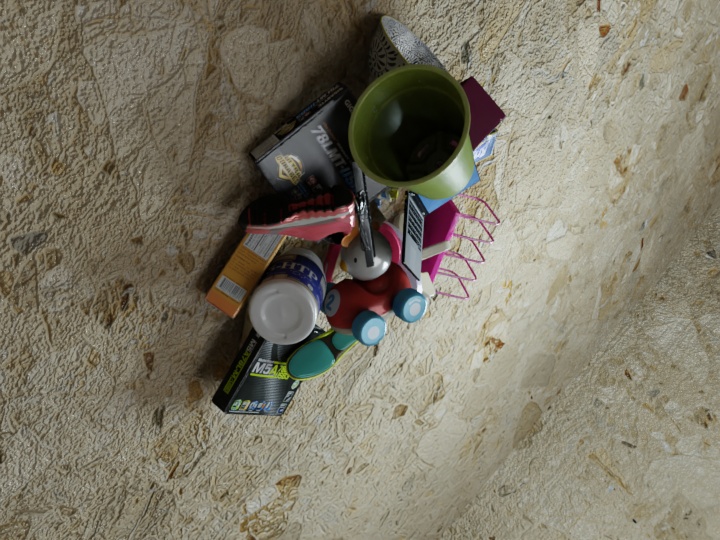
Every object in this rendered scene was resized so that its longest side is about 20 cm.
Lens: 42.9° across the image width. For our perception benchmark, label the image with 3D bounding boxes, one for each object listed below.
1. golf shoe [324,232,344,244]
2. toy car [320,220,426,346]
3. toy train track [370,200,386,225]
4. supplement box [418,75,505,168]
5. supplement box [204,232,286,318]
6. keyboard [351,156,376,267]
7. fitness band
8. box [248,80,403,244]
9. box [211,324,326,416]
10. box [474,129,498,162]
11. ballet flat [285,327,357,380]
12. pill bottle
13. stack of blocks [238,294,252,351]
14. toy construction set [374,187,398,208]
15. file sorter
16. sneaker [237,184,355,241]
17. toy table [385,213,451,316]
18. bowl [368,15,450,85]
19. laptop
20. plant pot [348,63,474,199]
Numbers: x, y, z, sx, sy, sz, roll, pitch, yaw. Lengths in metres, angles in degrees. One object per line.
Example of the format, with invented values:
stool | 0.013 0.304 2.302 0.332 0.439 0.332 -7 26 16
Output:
golf shoe | -0.075 -0.123 1.638 0.073 0.092 0.200 -44 147 -12
toy car | 0.000 0.000 1.692 0.176 0.184 0.202 -27 121 -20
toy train track | -0.014 -0.149 1.648 0.115 0.032 0.200 -48 133 -9
supplement box | 0.161 -0.265 1.722 0.131 0.103 0.200 -46 -169 -15
supplement box | -0.189 -0.020 1.585 0.201 0.069 0.067 -55 -173 1
keyboard | 0.007 -0.097 1.514 0.128 0.020 0.202 -84 167 -57
fitness band | 0.001 -0.012 1.833 0.142 0.038 0.202 10 120 -15
box | -0.055 -0.178 1.544 0.198 0.050 0.201 -37 125 -1
box | -0.167 0.182 1.738 0.194 0.047 0.200 -58 151 7
box | 0.199 -0.254 1.921 0.199 0.070 0.065 -29 144 -37
ballet flat | -0.064 0.150 1.754 0.199 0.067 0.067 -35 180 -24
pill bottle | -0.123 0.037 1.634 0.200 0.119 0.121 -77 -172 -67
stack of blocks | -0.171 0.127 1.784 0.115 0.058 0.202 -23 137 -43
toy construction set | 0.043 -0.217 1.684 0.201 0.091 0.132 102 4 -57
file sorter | 0.207 -0.057 2.015 0.124 0.139 0.202 11 116 -19
sneaker | -0.101 -0.076 1.505 0.198 0.074 0.087 -7 135 7
toy table | 0.089 -0.015 1.915 0.117 0.182 0.202 -24 106 -50
bowl | 0.076 -0.332 1.582 0.094 0.202 0.200 -42 156 24
laptop | 0.148 -0.093 1.664 0.187 0.115 0.202 38 54 -74
plant pot | 0.106 -0.200 1.492 0.201 0.199 0.190 -54 154 0
